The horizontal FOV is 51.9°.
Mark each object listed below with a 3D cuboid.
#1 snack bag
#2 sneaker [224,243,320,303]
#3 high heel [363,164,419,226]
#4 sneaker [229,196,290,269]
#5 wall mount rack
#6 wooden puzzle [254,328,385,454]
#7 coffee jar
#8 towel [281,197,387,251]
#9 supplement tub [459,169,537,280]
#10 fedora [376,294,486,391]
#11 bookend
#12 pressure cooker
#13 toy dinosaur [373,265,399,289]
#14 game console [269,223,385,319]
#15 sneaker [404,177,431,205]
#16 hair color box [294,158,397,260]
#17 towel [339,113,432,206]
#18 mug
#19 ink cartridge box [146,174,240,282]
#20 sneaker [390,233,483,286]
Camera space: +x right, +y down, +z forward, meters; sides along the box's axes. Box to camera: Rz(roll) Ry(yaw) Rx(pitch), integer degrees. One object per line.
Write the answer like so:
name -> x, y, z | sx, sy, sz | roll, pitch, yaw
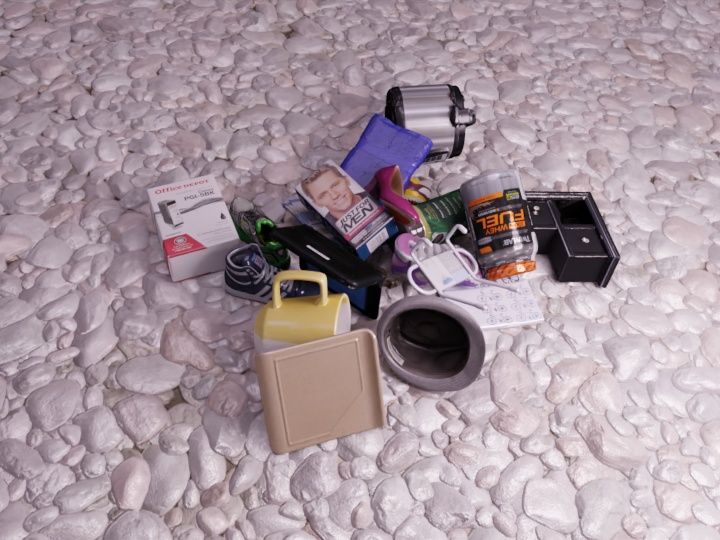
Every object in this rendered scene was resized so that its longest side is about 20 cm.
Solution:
snack bag -> 0.247, 0.036, 1.476 | 0.188, 0.021, 0.200 | -6, 50, -9
sneaker -> -0.165, 0.011, 1.407 | 0.199, 0.109, 0.070 | 9, 50, 3
high heel -> 0.078, -0.153, 1.431 | 0.096, 0.067, 0.200 | -42, 40, -6
sneaker -> -0.203, -0.091, 1.509 | 0.078, 0.085, 0.200 | -27, 56, -25
wall mount rack -> 0.185, 0.005, 1.343 | 0.200, 0.075, 0.174 | -21, 68, -45
wooden puzzle -> -0.065, 0.197, 1.223 | 0.199, 0.186, 0.037 | -11, 19, -11
coffee jar -> 0.148, -0.099, 1.515 | 0.200, 0.104, 0.085 | -21, 68, -30
towel -> -0.056, -0.098, 1.537 | 0.147, 0.024, 0.200 | -14, 44, -35
supplement tub -> 0.274, -0.088, 1.446 | 0.122, 0.123, 0.201 | -12, 84, -14
fedora -> 0.132, 0.119, 1.326 | 0.199, 0.178, 0.090 | 7, 19, 16
bookend -> 0.396, -0.066, 1.519 | 0.199, 0.092, 0.199 | 0, 46, -7
pressure cooker -> 0.163, -0.339, 1.690 | 0.199, 0.179, 0.176 | -5, 47, -8
toy dinosaur -> 0.000, 0.000, 1.478 | 0.101, 0.058, 0.200 | -11, 35, -27
game console -> -0.065, 0.011, 1.362 | 0.200, 0.117, 0.176 | 32, 21, 22
sneaker -> 0.057, -0.185, 1.621 | 0.199, 0.075, 0.090 | 21, 52, 2
hair color box -> -0.030, -0.120, 1.457 | 0.100, 0.061, 0.200 | -41, 62, -9
towel -> 0.045, -0.222, 1.564 | 0.147, 0.050, 0.200 | 28, 72, 12
mug -> -0.103, 0.093, 1.312 | 0.153, 0.149, 0.187 | 3, 90, 10
ink cartridge box -> -0.338, -0.090, 1.499 | 0.146, 0.083, 0.200 | -16, 53, -17
sneaker -> 0.143, -0.005, 1.448 | 0.200, 0.089, 0.081 | 16, 43, -18
